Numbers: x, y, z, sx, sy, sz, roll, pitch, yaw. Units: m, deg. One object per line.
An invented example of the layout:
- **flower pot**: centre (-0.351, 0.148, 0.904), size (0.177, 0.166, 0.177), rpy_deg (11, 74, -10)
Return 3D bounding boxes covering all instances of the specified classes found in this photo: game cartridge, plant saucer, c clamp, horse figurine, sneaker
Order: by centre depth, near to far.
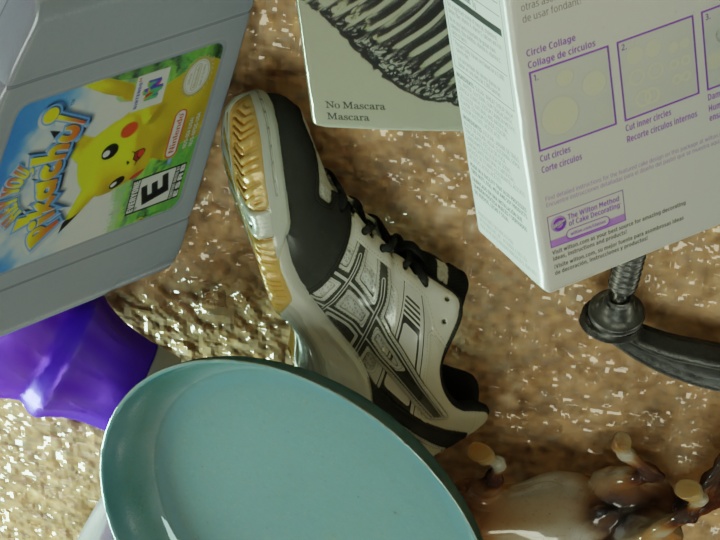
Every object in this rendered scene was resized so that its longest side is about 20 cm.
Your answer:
- **game cartridge**: centre (-0.115, -0.055, 0.861), size (0.041, 0.133, 0.201), rpy_deg (48, 139, 27)
- **c clamp**: centre (0.142, -0.027, 0.880), size (0.169, 0.027, 0.201), rpy_deg (5, 129, 3)
- **sneaker**: centre (0.000, 0.000, 0.926), size (0.087, 0.076, 0.201), rpy_deg (-20, 122, -1)
- **plant saucer**: centre (-0.026, 0.117, 0.936), size (0.199, 0.027, 0.201), rpy_deg (16, 129, 21)
- **horse figurine**: centre (0.094, 0.108, 0.978), size (0.198, 0.050, 0.133), rpy_deg (-5, 159, 6)

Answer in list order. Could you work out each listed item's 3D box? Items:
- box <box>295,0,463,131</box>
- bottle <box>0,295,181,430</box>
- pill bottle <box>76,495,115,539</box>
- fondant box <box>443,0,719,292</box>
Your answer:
- **box**: centre (0.013, -0.151, 0.781), size (0.081, 0.069, 0.201), rpy_deg (1, 130, 12)
- **bottle**: centre (-0.180, 0.015, 0.974), size (0.199, 0.066, 0.084), rpy_deg (28, 131, -11)
- **pill bottle**: centre (-0.055, 0.190, 1.061), size (0.199, 0.113, 0.112), rpy_deg (27, 131, -10)
- **fondant box**: centre (0.103, -0.110, 0.740), size (0.143, 0.058, 0.201), rpy_deg (-21, 123, -16)
